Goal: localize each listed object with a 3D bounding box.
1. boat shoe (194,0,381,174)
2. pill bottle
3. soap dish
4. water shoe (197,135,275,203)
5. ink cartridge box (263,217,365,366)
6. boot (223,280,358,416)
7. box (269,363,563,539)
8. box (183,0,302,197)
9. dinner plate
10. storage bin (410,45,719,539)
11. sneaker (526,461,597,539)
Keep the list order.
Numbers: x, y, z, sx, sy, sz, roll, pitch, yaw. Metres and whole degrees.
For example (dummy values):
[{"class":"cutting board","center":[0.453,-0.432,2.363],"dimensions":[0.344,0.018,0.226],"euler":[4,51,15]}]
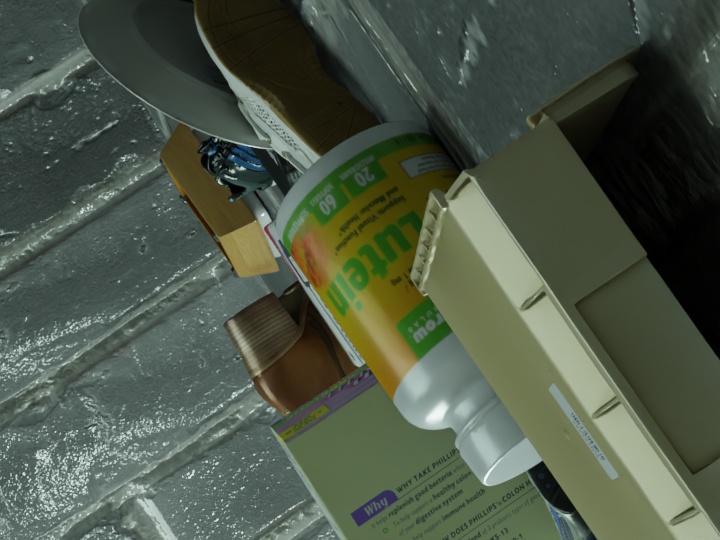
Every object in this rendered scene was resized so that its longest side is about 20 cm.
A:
[{"class":"boat shoe","center":[-0.055,-0.118,1.209],"dimensions":[0.200,0.071,0.069],"euler":[53,154,27]},{"class":"pill bottle","center":[0.047,0.021,1.002],"dimensions":[0.200,0.111,0.111],"euler":[54,173,19]},{"class":"soap dish","center":[-0.194,-0.094,2.403],"dimensions":[0.200,0.081,0.157],"euler":[52,172,26]},{"class":"water shoe","center":[-0.122,-0.123,1.720],"dimensions":[0.072,0.079,0.200],"euler":[54,173,24]},{"class":"ink cartridge box","center":[0.000,0.000,1.379],"dimensions":[0.145,0.084,0.200],"euler":[56,174,-3]},{"class":"boot","center":[-0.016,0.074,1.513],"dimensions":[0.155,0.077,0.200],"euler":[56,-145,2]},{"class":"box","center":[0.067,0.145,1.176],"dimensions":[0.200,0.176,0.097],"euler":[57,173,-7]},{"class":"box","center":[-0.097,-0.158,1.513],"dimensions":[0.193,0.047,0.200],"euler":[57,175,19]},{"class":"dinner plate","center":[-0.113,-0.156,1.283],"dimensions":[0.200,0.024,0.200],"euler":[22,-151,-13]},{"class":"storage bin","center":[0.115,0.040,0.673],"dimensions":[0.200,0.094,0.199],"euler":[56,173,8]},{"class":"sneaker","center":[0.154,0.151,1.090],"dimensions":[0.085,0.077,0.200],"euler":[-110,-3,-73]}]
